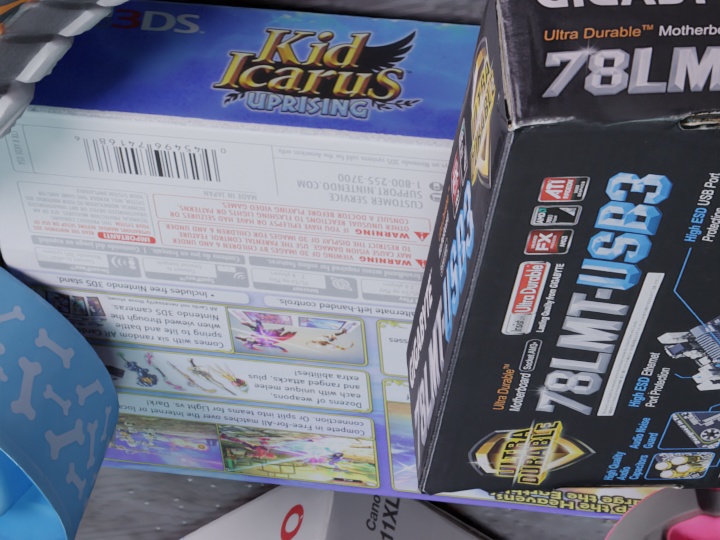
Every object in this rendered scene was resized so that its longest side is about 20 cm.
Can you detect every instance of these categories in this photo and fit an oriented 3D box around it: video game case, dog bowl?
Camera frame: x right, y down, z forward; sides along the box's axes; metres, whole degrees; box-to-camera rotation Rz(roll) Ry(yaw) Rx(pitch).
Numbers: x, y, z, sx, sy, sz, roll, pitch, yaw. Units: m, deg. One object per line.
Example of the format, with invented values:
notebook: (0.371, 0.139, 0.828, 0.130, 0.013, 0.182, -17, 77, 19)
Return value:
video game case: (0.000, 0.000, 0.816, 0.199, 0.046, 0.182, 5, 145, 7)
dog bowl: (-0.155, 0.010, 0.824, 0.200, 0.050, 0.111, 36, 152, -7)

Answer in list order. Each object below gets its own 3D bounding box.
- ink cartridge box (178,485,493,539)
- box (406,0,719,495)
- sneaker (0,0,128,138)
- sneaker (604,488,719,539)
ink cartridge box: (-0.047, 0.170, 0.984, 0.083, 0.146, 0.200, 31, 141, -26)
box: (0.117, -0.006, 0.688, 0.197, 0.050, 0.200, 0, 152, -5)
sneaker: (-0.120, -0.083, 0.685, 0.112, 0.078, 0.200, 17, 137, -40)
sneaker: (0.169, 0.099, 0.816, 0.199, 0.079, 0.096, -11, 113, 17)
